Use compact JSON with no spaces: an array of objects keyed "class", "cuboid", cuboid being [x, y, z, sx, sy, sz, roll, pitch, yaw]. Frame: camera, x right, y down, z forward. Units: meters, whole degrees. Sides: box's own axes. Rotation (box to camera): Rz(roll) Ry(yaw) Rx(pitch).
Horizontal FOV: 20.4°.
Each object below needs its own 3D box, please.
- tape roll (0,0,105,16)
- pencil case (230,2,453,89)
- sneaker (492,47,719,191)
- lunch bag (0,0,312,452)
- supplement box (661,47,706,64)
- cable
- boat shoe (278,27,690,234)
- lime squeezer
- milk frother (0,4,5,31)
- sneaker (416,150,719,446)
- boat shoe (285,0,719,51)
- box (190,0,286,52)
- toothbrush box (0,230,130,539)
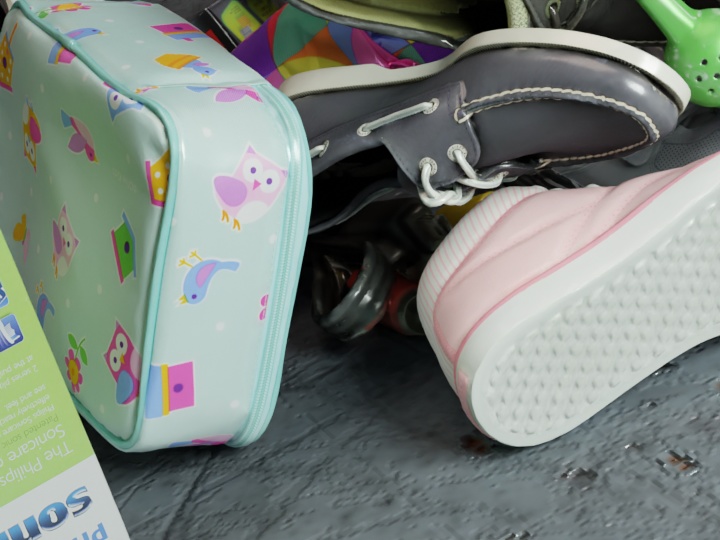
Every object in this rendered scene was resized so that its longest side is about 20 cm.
[{"class":"tape roll","cuboid":[-0.230,-0.119,1.032,0.199,0.201,0.066,-24,1,-10]},{"class":"pencil case","cuboid":[-0.038,-0.064,0.911,0.200,0.088,0.088,-39,8,35]},{"class":"sneaker","cuboid":[0.115,-0.078,0.861,0.075,0.116,0.199,-32,25,-28]},{"class":"lunch bag","cuboid":[-0.096,-0.020,0.830,0.077,0.162,0.200,-4,23,-29]},{"class":"supplement box","cuboid":[0.160,-0.149,1.008,0.130,0.104,0.200,-30,24,-27]},{"class":"cable","cuboid":[0.000,0.000,0.909,0.097,0.050,0.200,-47,18,-18]},{"class":"boat shoe","cuboid":[0.037,-0.045,0.771,0.199,0.073,0.063,-3,60,43]},{"class":"lime squeezer","cuboid":[0.139,-0.081,0.759,0.038,0.199,0.071,-54,42,14]},{"class":"milk frother","cuboid":[-0.249,-0.061,1.118,0.187,0.181,0.201,-10,55,24]},{"class":"sneaker","cuboid":[0.110,-0.014,0.766,0.199,0.076,0.105,-27,28,-7]},{"class":"boat shoe","cuboid":[0.055,-0.109,0.783,0.199,0.072,0.066,10,56,-17]},{"class":"box","cuboid":[-0.057,-0.125,1.053,0.110,0.035,0.200,-37,5,35]},{"class":"toothbrush box","cuboid":[-0.193,0.041,0.730,0.145,0.201,0.086,-29,22,-21]}]
